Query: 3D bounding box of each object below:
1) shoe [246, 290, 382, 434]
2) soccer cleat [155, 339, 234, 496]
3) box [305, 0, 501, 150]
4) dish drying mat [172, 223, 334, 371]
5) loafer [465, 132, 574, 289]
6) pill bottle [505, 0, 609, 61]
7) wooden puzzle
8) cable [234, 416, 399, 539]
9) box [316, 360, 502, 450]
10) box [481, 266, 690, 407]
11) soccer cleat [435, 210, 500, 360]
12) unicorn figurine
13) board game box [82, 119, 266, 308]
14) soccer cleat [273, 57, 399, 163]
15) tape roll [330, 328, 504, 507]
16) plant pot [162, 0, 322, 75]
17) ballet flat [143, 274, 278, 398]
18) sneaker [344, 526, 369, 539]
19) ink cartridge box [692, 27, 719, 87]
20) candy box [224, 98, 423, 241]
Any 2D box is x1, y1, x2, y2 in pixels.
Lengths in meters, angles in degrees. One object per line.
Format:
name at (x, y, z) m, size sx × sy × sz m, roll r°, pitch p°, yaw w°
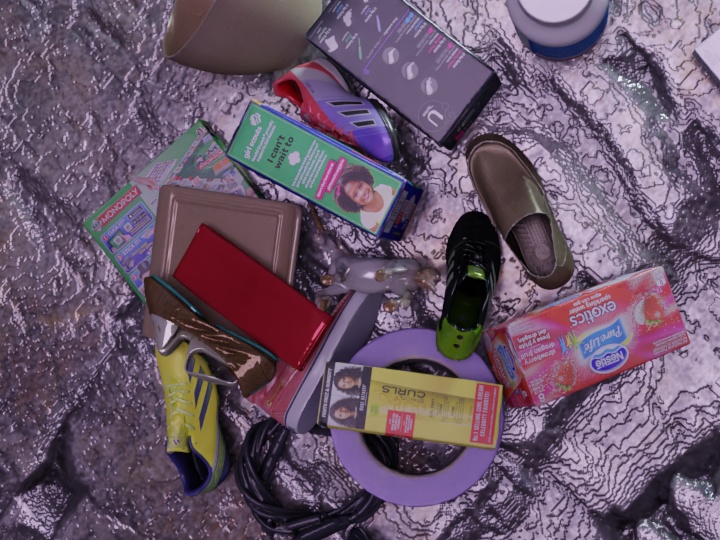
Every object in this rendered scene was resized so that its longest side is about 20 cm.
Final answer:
shoe at (-0.058, 0.088, 1.521) m, size 0.091 × 0.071 × 0.201 m, roll 27°, pitch 84°, yaw 26°
soccer cleat at (-0.207, 0.175, 1.522) m, size 0.064 × 0.084 × 0.202 m, roll -3°, pitch 110°, yaw 34°
box at (0.051, -0.241, 1.461) m, size 0.200 × 0.122 × 0.106 m, roll 39°, pitch 98°, yaw 7°
dish drying mat at (-0.126, 0.030, 1.476) m, size 0.199 × 0.018 × 0.077 m, roll 35°, pitch 102°, yaw 19°
loafer at (0.186, -0.070, 1.470) m, size 0.076 × 0.067 × 0.201 m, roll -33°, pitch 86°, yaw 10°
pill bottle at (0.216, -0.295, 1.388) m, size 0.111 × 0.200 × 0.113 m, roll 0°, pitch 93°, yaw 10°
wooden puzzle at (-0.164, 0.002, 1.520) m, size 0.198 × 0.037 × 0.187 m, roll 9°, pitch 94°, yaw 22°
cable at (-0.049, 0.236, 1.541) m, size 0.199 × 0.051 × 0.164 m, roll -26°, pitch 79°, yaw 2°
box at (0.055, 0.150, 1.409) m, size 0.198 × 0.050 × 0.076 m, roll 9°, pitch 81°, yaw 3°
box at (0.248, 0.075, 1.414) m, size 0.198 × 0.100 × 0.096 m, roll -20°, pitch 88°, yaw -14°
soccer cleat at (0.127, 0.007, 1.441) m, size 0.067 × 0.081 × 0.201 m, roll 14°, pitch 57°, yaw -2°
unicorn figurine at (0.000, 0.000, 1.471) m, size 0.198 × 0.137 × 0.074 m, roll 19°, pitch 113°, yaw 11°
board game box at (-0.227, -0.069, 1.568) m, size 0.200 × 0.029 × 0.135 m, roll -39°, pitch 84°, yaw 10°
soccer cleat at (-0.026, -0.176, 1.459) m, size 0.073 × 0.069 × 0.200 m, roll -22°, pitch 46°, yaw -22°
tape roll at (0.064, 0.170, 1.474) m, size 0.198 × 0.085 × 0.202 m, roll 0°, pitch 83°, yaw 3°
plant pot at (-0.124, -0.306, 1.474) m, size 0.134 × 0.200 × 0.201 m, roll 26°, pitch 98°, yaw -24°
ballet flat at (-0.189, 0.082, 1.472) m, size 0.199 × 0.068 × 0.073 m, roll 33°, pitch 76°, yaw 13°
sneaker at (0.052, 0.358, 1.509) m, size 0.201 × 0.077 × 0.147 m, roll -29°, pitch 90°, yaw 12°
ink cartridge box at (0.471, -0.199, 1.423) m, size 0.094 × 0.044 × 0.200 m, roll -39°, pitch 85°, yaw 11°
candy box at (-0.038, -0.111, 1.459) m, size 0.199 × 0.169 × 0.078 m, roll 27°, pitch 94°, yaw 8°
